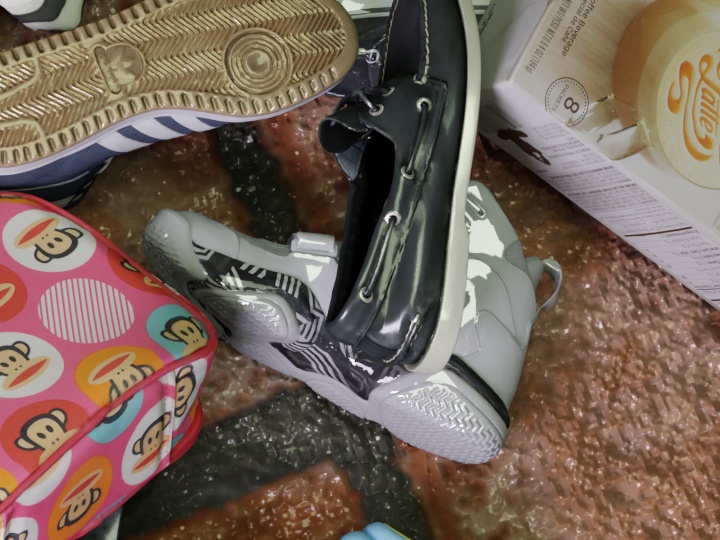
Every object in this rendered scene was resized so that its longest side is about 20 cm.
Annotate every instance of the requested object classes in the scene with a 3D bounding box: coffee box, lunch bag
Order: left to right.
[{"bbox_3d":[-0.182,0.048,1.241,0.176,0.082,0.200,34,46,22],"label":"lunch bag"},{"bbox_3d":[0.153,-0.076,1.351,0.200,0.080,0.115,35,73,-19],"label":"coffee box"}]

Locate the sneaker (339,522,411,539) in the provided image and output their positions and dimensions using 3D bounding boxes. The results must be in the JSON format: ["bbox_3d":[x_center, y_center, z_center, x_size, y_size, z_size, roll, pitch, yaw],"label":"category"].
[{"bbox_3d":[0.026,0.206,1.289,0.130,0.080,0.200,-27,81,-13],"label":"sneaker"}]

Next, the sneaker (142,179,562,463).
[{"bbox_3d":[0.000,0.000,1.346,0.200,0.075,0.115,30,71,-4],"label":"sneaker"}]

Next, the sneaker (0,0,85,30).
[{"bbox_3d":[-0.128,-0.200,1.391,0.200,0.074,0.080,-52,127,-26],"label":"sneaker"}]

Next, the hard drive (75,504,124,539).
[{"bbox_3d":[-0.211,0.113,1.298,0.199,0.042,0.135,9,74,-6],"label":"hard drive"}]

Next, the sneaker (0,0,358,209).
[{"bbox_3d":[-0.103,-0.082,1.333,0.199,0.109,0.070,-16,79,-14],"label":"sneaker"}]

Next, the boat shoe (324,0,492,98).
[{"bbox_3d":[0.025,-0.101,1.380,0.199,0.072,0.068,-4,74,-17],"label":"boat shoe"}]

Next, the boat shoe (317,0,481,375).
[{"bbox_3d":[0.012,-0.052,1.288,0.066,0.074,0.200,9,74,-18],"label":"boat shoe"}]
